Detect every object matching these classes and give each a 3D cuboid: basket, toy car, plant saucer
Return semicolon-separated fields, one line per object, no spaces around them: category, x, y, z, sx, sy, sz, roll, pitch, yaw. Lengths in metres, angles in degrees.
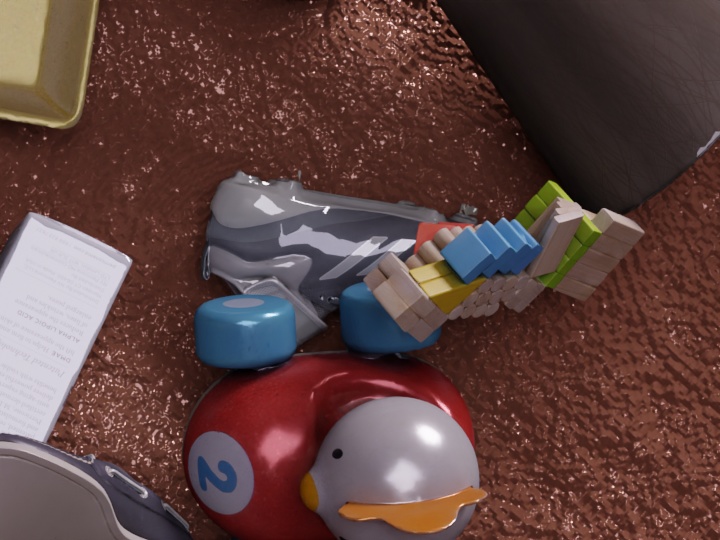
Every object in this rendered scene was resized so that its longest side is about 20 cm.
basket;0.136;-0.162;1.689;0.180;0.136;0.200;-47;108;-5
toy car;-0.004;0.117;1.590;0.176;0.200;0.185;-6;101;-12
plant saucer;-0.257;-0.194;1.683;0.199;0.048;0.201;10;81;-10

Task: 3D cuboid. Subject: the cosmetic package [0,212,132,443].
cosmetic package;-0.212;0.072;1.628;0.074;0.102;0.201;25;79;-9

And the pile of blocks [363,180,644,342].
pile of blocks;0.078;-0.018;1.625;0.200;0.082;0.062;-13;52;-42

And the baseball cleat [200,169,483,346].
baseball cleat;0.000;0.000;1.709;0.199;0.070;0.107;12;94;-5

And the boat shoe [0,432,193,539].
boat shoe;-0.160;0.141;1.589;0.073;0.063;0.200;-39;131;15
